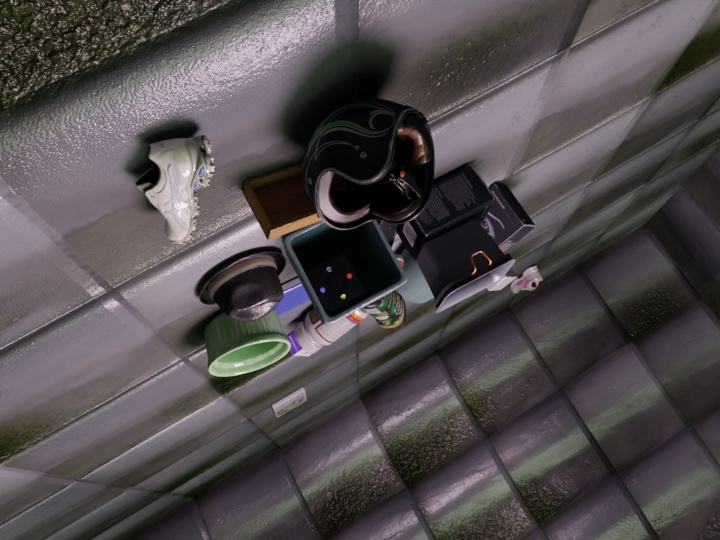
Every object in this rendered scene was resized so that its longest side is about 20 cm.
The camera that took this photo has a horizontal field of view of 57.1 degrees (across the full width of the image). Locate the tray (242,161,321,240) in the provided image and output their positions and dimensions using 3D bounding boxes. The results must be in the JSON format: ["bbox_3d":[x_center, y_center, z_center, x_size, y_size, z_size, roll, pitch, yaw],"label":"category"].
[{"bbox_3d":[-0.090,-0.131,1.119,0.197,0.100,0.037,-23,162,-28],"label":"tray"}]

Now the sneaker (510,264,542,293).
[{"bbox_3d":[0.783,0.061,3.121,0.080,0.089,0.201,-20,159,-31],"label":"sneaker"}]

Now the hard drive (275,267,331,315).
[{"bbox_3d":[-0.163,0.058,1.614,0.197,0.026,0.133,-26,161,-20],"label":"hard drive"}]

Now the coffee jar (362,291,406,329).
[{"bbox_3d":[0.062,0.087,1.796,0.083,0.107,0.200,-8,155,18],"label":"coffee jar"}]

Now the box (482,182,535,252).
[{"bbox_3d":[0.356,-0.119,1.826,0.199,0.150,0.104,-41,160,27],"label":"box"}]

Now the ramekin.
[{"bbox_3d":[-0.268,0.160,1.539,0.196,0.099,0.201,-18,158,-7],"label":"ramekin"}]

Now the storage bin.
[{"bbox_3d":[0.227,-0.022,1.491,0.197,0.136,0.146,-26,162,-19],"label":"storage bin"}]

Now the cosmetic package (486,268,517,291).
[{"bbox_3d":[0.369,-0.043,1.960,0.071,0.202,0.101,-39,160,26],"label":"cosmetic package"}]

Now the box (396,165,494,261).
[{"bbox_3d":[0.197,-0.133,1.566,0.197,0.105,0.149,-27,162,-16],"label":"box"}]

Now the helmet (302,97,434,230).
[{"bbox_3d":[0.004,-0.165,1.035,0.187,0.205,0.199,2,-178,33],"label":"helmet"}]

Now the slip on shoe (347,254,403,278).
[{"bbox_3d":[0.013,0.015,1.593,0.196,0.063,0.074,-15,159,20],"label":"slip on shoe"}]

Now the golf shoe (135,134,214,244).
[{"bbox_3d":[-0.272,-0.114,0.937,0.095,0.079,0.201,-1,143,-27],"label":"golf shoe"}]

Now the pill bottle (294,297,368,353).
[{"bbox_3d":[-0.082,0.134,1.813,0.199,0.111,0.109,-38,161,18],"label":"pill bottle"}]

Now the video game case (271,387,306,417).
[{"bbox_3d":[-0.286,0.535,2.673,0.141,0.018,0.201,-29,162,-13],"label":"video game case"}]

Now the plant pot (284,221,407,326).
[{"bbox_3d":[-0.043,0.005,1.427,0.193,0.199,0.200,-27,170,-15],"label":"plant pot"}]

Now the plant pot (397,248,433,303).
[{"bbox_3d":[0.191,-0.018,1.773,0.198,0.203,0.196,-17,166,-38],"label":"plant pot"}]

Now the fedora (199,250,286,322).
[{"bbox_3d":[-0.226,0.045,1.359,0.198,0.093,0.201,-29,162,-11],"label":"fedora"}]

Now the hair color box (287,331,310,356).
[{"bbox_3d":[-0.113,0.172,1.939,0.199,0.065,0.109,-38,161,12],"label":"hair color box"}]

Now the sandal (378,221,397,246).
[{"bbox_3d":[0.046,-0.085,1.572,0.074,0.048,0.202,-20,149,-29],"label":"sandal"}]

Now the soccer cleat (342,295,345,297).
[{"bbox_3d":[0.000,0.000,1.696,0.198,0.068,0.081,-37,-179,10],"label":"soccer cleat"}]
